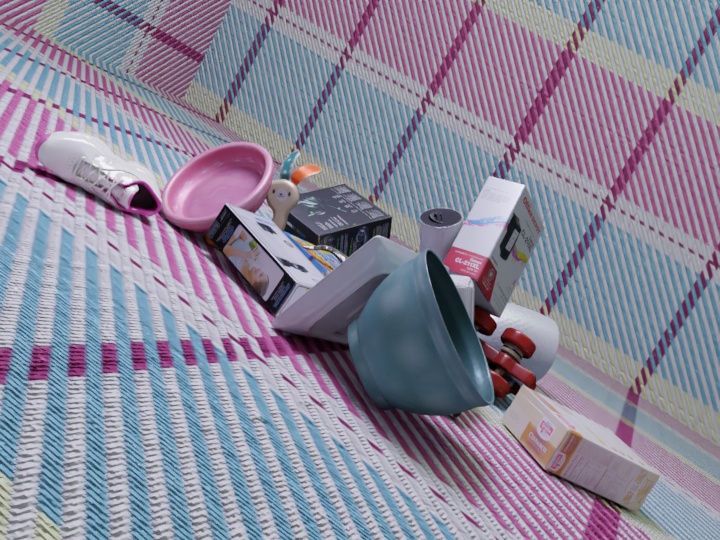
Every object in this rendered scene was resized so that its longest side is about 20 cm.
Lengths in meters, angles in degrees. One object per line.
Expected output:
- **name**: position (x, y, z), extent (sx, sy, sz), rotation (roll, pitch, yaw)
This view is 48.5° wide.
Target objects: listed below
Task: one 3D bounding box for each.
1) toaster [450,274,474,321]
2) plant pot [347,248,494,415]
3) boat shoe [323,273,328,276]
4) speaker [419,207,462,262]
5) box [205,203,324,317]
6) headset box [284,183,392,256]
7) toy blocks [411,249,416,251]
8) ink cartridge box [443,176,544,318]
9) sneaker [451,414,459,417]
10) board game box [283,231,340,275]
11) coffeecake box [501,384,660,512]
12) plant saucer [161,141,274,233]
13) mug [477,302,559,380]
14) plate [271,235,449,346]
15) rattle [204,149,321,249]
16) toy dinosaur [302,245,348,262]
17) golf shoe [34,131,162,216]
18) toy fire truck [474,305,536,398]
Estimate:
- **toaster**: position (0.121, 0.070, 1.341), extent (0.111, 0.133, 0.200), rotation (7, -1, -14)
- **plant pot**: position (0.066, 0.093, 0.992), extent (0.202, 0.132, 0.202), rotation (58, 17, -29)
- **boat shoe**: position (0.005, 0.077, 1.283), extent (0.198, 0.058, 0.067), rotation (33, 8, 11)
- **speaker**: position (0.148, -0.009, 1.473), extent (0.079, 0.204, 0.082), rotation (-3, 28, 1)
- **box**: position (-0.131, -0.009, 1.200), extent (0.200, 0.061, 0.116), rotation (46, 15, 33)
- **headset box**: position (-0.065, -0.087, 1.641), extent (0.197, 0.095, 0.173), rotation (-17, 38, -34)
- **toy blocks**: position (0.062, 0.018, 1.567), extent (0.136, 0.100, 0.202), rotation (31, -27, 36)
- **ink cartridge box**: position (0.242, -0.043, 1.445), extent (0.082, 0.202, 0.146), rotation (19, -18, 36)
- **sneaker**: position (0.126, 0.152, 1.228), extent (0.114, 0.077, 0.200), rotation (29, 8, 12)
- **board game box**: position (-0.040, 0.023, 1.461), extent (0.194, 0.057, 0.200), rotation (25, 10, -42)
- **coffeecake box**: position (0.343, 0.278, 1.259), extent (0.197, 0.074, 0.154), rotation (28, 8, -22)
- **plant saucer**: position (-0.230, -0.131, 1.317), extent (0.200, 0.199, 0.051), rotation (38, -21, 45)
- **mug**: position (0.310, 0.146, 1.759), extent (0.172, 0.151, 0.200), rotation (21, -10, -16)
- **plate**: position (0.008, 0.044, 1.088), extent (0.198, 0.199, 0.033), rotation (19, 39, -54)
- **rattle**: position (-0.166, -0.124, 1.343), extent (0.132, 0.198, 0.143), rotation (62, 12, 18)
- **toy dinosaur**: position (0.000, 0.000, 1.382), extent (0.198, 0.048, 0.088), rotation (33, 16, 16)
- **golf shoe**: position (-0.369, -0.138, 1.157), extent (0.198, 0.076, 0.091), rotation (22, 14, -43)
- **toy fire truck**: position (0.238, 0.168, 1.482), extent (0.198, 0.113, 0.168), rotation (31, -14, 23)
